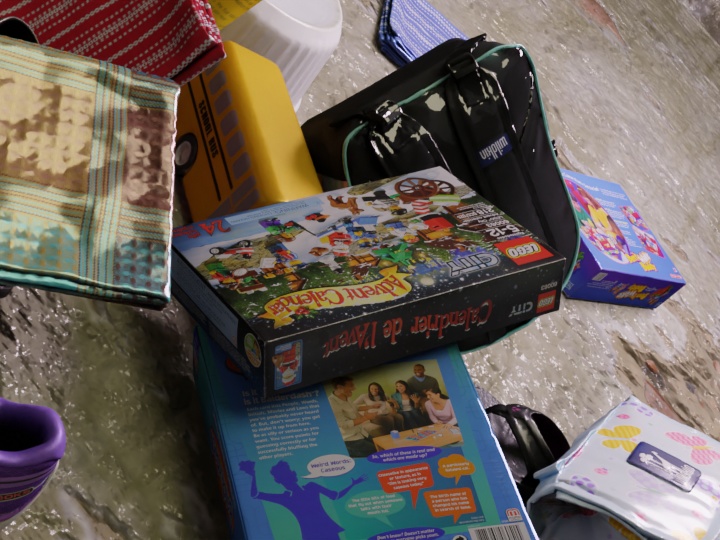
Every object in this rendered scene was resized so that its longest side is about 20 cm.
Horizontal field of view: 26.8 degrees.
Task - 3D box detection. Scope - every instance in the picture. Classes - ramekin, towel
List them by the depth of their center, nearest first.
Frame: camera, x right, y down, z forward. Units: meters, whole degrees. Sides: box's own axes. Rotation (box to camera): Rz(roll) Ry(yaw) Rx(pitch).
[{"bbox_3d":[-0.189,-0.061,0.771,0.199,0.022,0.147,11,61,-23],"label":"towel"},{"bbox_3d":[-0.171,-0.168,0.940,0.022,0.144,0.200,47,16,-54],"label":"towel"},{"bbox_3d":[-0.102,-0.213,1.169,0.202,0.094,0.203,36,28,-23],"label":"ramekin"},{"bbox_3d":[0.080,-0.232,1.572,0.145,0.024,0.200,40,26,-19],"label":"towel"}]

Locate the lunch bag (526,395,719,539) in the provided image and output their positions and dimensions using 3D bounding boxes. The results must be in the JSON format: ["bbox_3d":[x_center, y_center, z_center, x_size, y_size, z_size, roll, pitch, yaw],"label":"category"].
[{"bbox_3d":[0.205,0.195,1.016,0.200,0.127,0.169,58,31,4],"label":"lunch bag"}]

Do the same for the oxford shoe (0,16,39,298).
[{"bbox_3d":[-0.202,-0.071,0.821,0.073,0.084,0.200,29,33,-38],"label":"oxford shoe"}]

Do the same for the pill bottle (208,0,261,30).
[{"bbox_3d":[-0.109,-0.220,1.020,0.111,0.200,0.111,54,11,-15],"label":"pill bottle"}]

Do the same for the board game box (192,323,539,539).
[{"bbox_3d":[-0.002,0.104,0.828,0.151,0.045,0.200,-5,43,-13],"label":"board game box"}]

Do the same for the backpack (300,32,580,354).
[{"bbox_3d":[0.057,-0.048,1.089,0.153,0.176,0.201,8,-52,63],"label":"backpack"}]

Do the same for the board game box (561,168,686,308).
[{"bbox_3d":[0.234,-0.034,1.509,0.200,0.045,0.135,8,46,-54],"label":"board game box"}]

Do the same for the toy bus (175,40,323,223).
[{"bbox_3d":[-0.073,-0.056,1.010,0.065,0.078,0.200,24,34,-41],"label":"toy bus"}]

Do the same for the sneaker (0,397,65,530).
[{"bbox_3d":[-0.213,0.041,0.642,0.200,0.083,0.081,31,30,-31],"label":"sneaker"}]

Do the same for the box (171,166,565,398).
[{"bbox_3d":[0.000,0.000,0.889,0.199,0.038,0.137,-15,34,-28],"label":"box"}]

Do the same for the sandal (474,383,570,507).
[{"bbox_3d":[0.136,0.142,1.098,0.200,0.048,0.075,44,26,-11],"label":"sandal"}]
